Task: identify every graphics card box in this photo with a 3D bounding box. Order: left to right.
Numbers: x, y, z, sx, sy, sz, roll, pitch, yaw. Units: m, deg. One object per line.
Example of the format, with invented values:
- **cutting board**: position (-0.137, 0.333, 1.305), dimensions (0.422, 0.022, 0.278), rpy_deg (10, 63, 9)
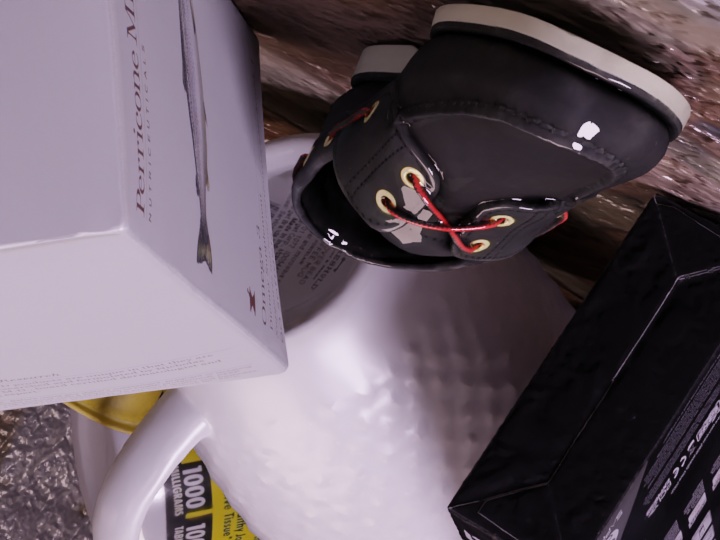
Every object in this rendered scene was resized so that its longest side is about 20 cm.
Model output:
- **graphics card box**: position (0.095, 0.074, 0.849), dimensions (0.051, 0.126, 0.200), rpy_deg (30, 165, 21)

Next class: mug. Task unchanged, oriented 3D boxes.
- **mug**: position (-0.013, 0.054, 0.921), dimensions (0.148, 0.200, 0.176), rpy_deg (39, 171, 42)

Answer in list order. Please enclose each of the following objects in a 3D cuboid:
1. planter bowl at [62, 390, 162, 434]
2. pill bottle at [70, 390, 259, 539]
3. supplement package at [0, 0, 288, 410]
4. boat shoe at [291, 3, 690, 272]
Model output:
- **planter bowl**: position (-0.120, -0.039, 0.947), dimensions (0.200, 0.083, 0.200), rpy_deg (46, -173, -7)
- **pill bottle**: position (-0.034, 0.077, 1.228), dimensions (0.199, 0.113, 0.112), rpy_deg (-11, -175, -19)
- **supplement package**: position (-0.100, -0.035, 0.731), dimensions (0.116, 0.118, 0.200), rpy_deg (-7, 167, 9)
- **boat shoe**: position (0.033, -0.031, 0.700), dimensions (0.073, 0.063, 0.201), rpy_deg (28, 171, -14)
